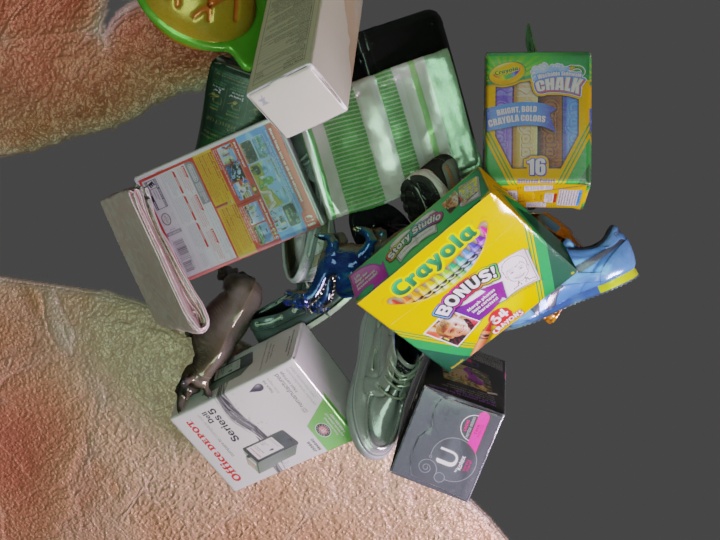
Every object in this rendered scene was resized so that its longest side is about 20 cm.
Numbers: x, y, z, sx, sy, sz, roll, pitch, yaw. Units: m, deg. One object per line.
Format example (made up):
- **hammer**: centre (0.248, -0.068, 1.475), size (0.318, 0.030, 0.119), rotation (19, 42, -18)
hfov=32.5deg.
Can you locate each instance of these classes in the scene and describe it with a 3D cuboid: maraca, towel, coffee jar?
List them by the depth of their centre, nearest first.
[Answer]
- **towel**: centre (0.033, -0.158, 1.464), size (0.198, 0.023, 0.154), rotation (-20, 102, -5)
- **maraca**: centre (-0.176, -0.315, 1.478), size (0.199, 0.138, 0.107), rotation (29, 151, -9)
- **coffee jar**: centre (-0.157, -0.155, 1.530), size (0.103, 0.085, 0.202), rotation (19, 107, 4)
- **towel**: centre (-0.257, -0.013, 1.536), size (0.032, 0.200, 0.192), rotation (-27, 100, -19)

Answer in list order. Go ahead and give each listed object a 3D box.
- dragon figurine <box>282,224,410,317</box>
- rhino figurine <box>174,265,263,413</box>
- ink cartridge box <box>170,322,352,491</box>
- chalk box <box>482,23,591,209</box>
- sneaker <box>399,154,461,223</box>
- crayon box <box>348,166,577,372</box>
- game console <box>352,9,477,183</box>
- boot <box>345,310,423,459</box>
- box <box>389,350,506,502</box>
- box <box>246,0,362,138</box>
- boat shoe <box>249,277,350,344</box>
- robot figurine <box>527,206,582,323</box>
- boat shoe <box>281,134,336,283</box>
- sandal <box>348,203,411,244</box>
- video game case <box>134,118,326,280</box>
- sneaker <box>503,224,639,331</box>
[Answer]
- **dragon figurine**: centre (0.000, 0.000, 1.466), size (0.198, 0.059, 0.101), rotation (-9, 88, 23)
- **rhino figurine**: centre (-0.186, 0.088, 1.561), size (0.060, 0.087, 0.201), rotation (33, 75, -27)
- **ink cartridge box**: centre (-0.119, 0.177, 1.583), size (0.199, 0.084, 0.146), rotation (-27, 116, 23)
- **chalk box**: centre (0.206, -0.183, 1.442), size (0.122, 0.124, 0.202), rotation (2, 81, 7)
- **sneaker**: centre (0.103, -0.048, 1.472), size (0.073, 0.079, 0.201), rotation (18, 138, 29)
- **crayon box**: centre (0.117, 0.004, 1.409), size (0.200, 0.059, 0.172), rotation (-40, 129, 18)
- **game console**: centre (0.028, -0.200, 1.531), size (0.175, 0.116, 0.202), rotation (-22, 103, -18)
- **boot**: centre (0.035, 0.128, 1.521), size (0.073, 0.095, 0.202), rotation (9, 74, -23)
- **box**: centre (0.112, 0.177, 1.524), size (0.105, 0.200, 0.123), rotation (21, 107, 2)
- **box**: centre (-0.061, -0.258, 1.420), size (0.094, 0.201, 0.078), rotation (-20, 133, 29)
- **boat shoe**: centre (-0.062, 0.031, 1.576), size (0.200, 0.073, 0.062), rotation (-39, 101, 20)
- **robot figurine**: centre (0.189, -0.033, 1.532), size (0.199, 0.058, 0.145), rotation (37, 105, -4)
- **boat shoe**: centre (-0.073, -0.086, 1.529), size (0.074, 0.065, 0.204), rotation (-1, 92, 34)
- **sandal**: centre (0.067, -0.014, 1.540), size (0.201, 0.048, 0.076), rotation (47, 62, -16)
- **video game case**: centre (-0.158, -0.085, 1.496), size (0.198, 0.017, 0.144), rotation (-21, 101, 15)
- **sneaker**: centre (0.230, 0.010, 1.479), size (0.199, 0.066, 0.079), rotation (-25, 94, 10)
